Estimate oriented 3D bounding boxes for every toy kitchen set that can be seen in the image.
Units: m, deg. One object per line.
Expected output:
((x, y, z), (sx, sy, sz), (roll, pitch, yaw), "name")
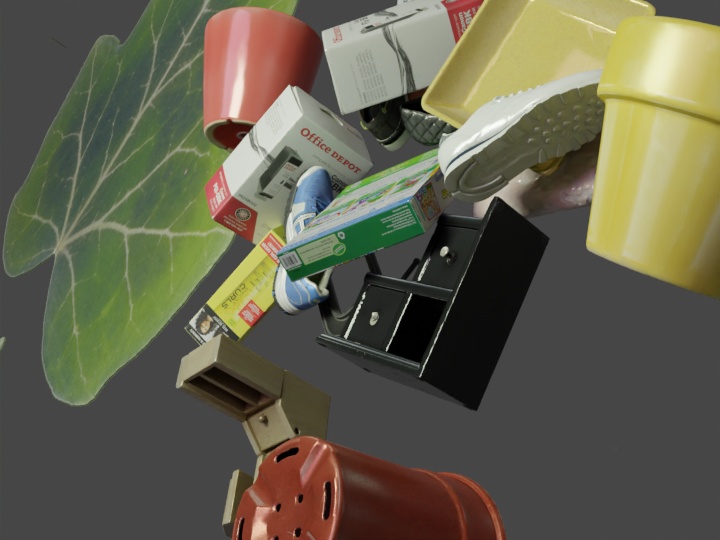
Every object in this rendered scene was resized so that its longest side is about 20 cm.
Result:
((-0.156, 0.225, 1.105), (0.162, 0.179, 0.203), (-30, 39, 36), "toy kitchen set")

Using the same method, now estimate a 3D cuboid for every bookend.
((0.075, 0.024, 1.038), (0.198, 0.092, 0.203), (13, 74, 55), "bookend")

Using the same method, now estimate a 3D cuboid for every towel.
((0.217, -0.148, 1.040), (0.198, 0.032, 0.194), (-12, 56, 48), "towel")

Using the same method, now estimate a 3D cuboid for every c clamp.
((0.000, 0.000, 1.215), (0.172, 0.027, 0.201), (-54, 34, 20), "c clamp")

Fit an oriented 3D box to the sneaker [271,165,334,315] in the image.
((-0.057, -0.042, 1.245), (0.076, 0.075, 0.204), (-11, 67, 47), "sneaker")

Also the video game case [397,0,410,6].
((0.134, -0.434, 1.343), (0.198, 0.022, 0.184), (-25, 44, 33), "video game case")

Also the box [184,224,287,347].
((-0.155, 0.034, 1.331), (0.200, 0.075, 0.050), (-45, -3, 17), "box")

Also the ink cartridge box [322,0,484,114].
((0.056, -0.276, 1.172), (0.197, 0.084, 0.147), (-18, 22, 3), "ink cartridge box")

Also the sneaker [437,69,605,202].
((0.163, -0.150, 0.942), (0.198, 0.077, 0.081), (-26, 41, 19), "sneaker")

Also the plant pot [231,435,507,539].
((-0.001, 0.255, 0.872), (0.199, 0.194, 0.204), (-31, 44, 35), "plant pot")

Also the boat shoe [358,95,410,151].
((0.025, -0.249, 1.299), (0.072, 0.060, 0.203), (-40, 39, 25), "boat shoe")

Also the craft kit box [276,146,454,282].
((0.025, -0.074, 1.115), (0.198, 0.049, 0.198), (-19, 20, 36), "craft kit box")

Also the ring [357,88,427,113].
((0.066, -0.297, 1.353), (0.199, 0.019, 0.203), (-32, 42, 34), "ring")

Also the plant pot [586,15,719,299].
((0.280, -0.086, 0.790), (0.200, 0.198, 0.192), (31, 106, 56), "plant pot")

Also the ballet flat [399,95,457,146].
((0.132, -0.196, 1.105), (0.198, 0.057, 0.067), (-19, 45, 35), "ballet flat")

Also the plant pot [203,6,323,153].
((-0.165, -0.288, 1.506), (0.199, 0.199, 0.181), (-11, 65, 47), "plant pot")

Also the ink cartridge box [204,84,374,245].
((-0.100, -0.132, 1.329), (0.200, 0.146, 0.083), (-46, 37, 19), "ink cartridge box")

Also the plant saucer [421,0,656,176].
((0.191, -0.215, 1.018), (0.199, 0.048, 0.202), (36, 94, 38), "plant saucer")
